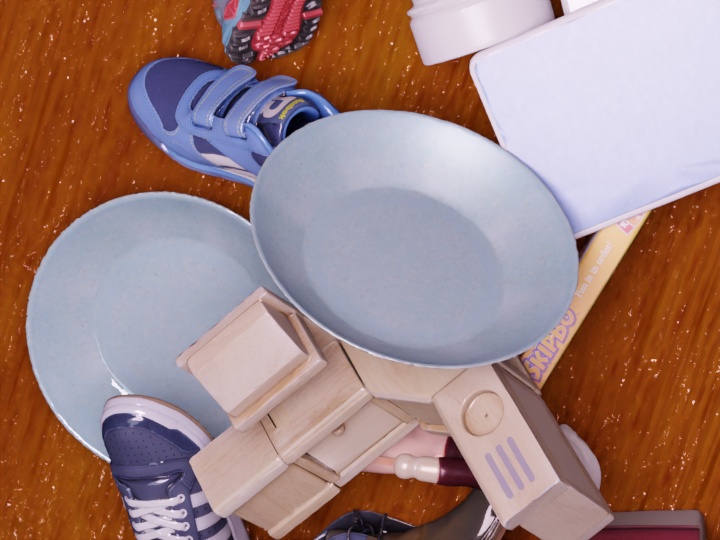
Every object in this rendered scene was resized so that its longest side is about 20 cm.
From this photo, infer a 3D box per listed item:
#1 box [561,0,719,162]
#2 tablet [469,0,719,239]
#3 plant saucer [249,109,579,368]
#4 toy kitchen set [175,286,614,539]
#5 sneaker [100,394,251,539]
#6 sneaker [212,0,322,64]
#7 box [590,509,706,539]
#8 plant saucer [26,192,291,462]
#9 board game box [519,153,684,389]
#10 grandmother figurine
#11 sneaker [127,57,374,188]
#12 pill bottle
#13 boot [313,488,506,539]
[{"bbox_3d":[0.188,-0.183,1.419,0.124,0.097,0.201,-13,98,11],"label":"box"},{"bbox_3d":[0.179,-0.107,1.377,0.199,0.014,0.131,-22,96,14],"label":"tablet"},{"bbox_3d":[0.029,-0.011,1.341,0.200,0.201,0.039,23,137,4],"label":"plant saucer"},{"bbox_3d":[0.000,0.114,1.345,0.200,0.163,0.181,-39,54,12],"label":"toy kitchen set"},{"bbox_3d":[-0.127,0.177,1.476,0.070,0.109,0.200,-1,138,21],"label":"sneaker"},{"bbox_3d":[-0.056,-0.214,1.421,0.079,0.200,0.096,-12,69,-30],"label":"sneaker"},{"bbox_3d":[0.169,0.241,1.442,0.108,0.200,0.129,-2,99,8],"label":"box"},{"bbox_3d":[-0.124,0.042,1.523,0.200,0.039,0.202,3,105,10],"label":"plant saucer"},{"bbox_3d":[0.151,-0.003,1.456,0.030,0.096,0.200,34,103,2],"label":"board game box"},{"bbox_3d":[0.065,0.118,1.478,0.199,0.121,0.061,10,120,27],"label":"grandmother figurine"},{"bbox_3d":[-0.064,-0.094,1.451,0.199,0.082,0.074,28,63,19],"label":"sneaker"},{"bbox_3d":[0.051,-0.237,1.423,0.114,0.114,0.201,-17,97,11],"label":"pill bottle"},{"bbox_3d":[0.022,0.188,1.521,0.097,0.075,0.200,39,105,-2],"label":"boot"}]
